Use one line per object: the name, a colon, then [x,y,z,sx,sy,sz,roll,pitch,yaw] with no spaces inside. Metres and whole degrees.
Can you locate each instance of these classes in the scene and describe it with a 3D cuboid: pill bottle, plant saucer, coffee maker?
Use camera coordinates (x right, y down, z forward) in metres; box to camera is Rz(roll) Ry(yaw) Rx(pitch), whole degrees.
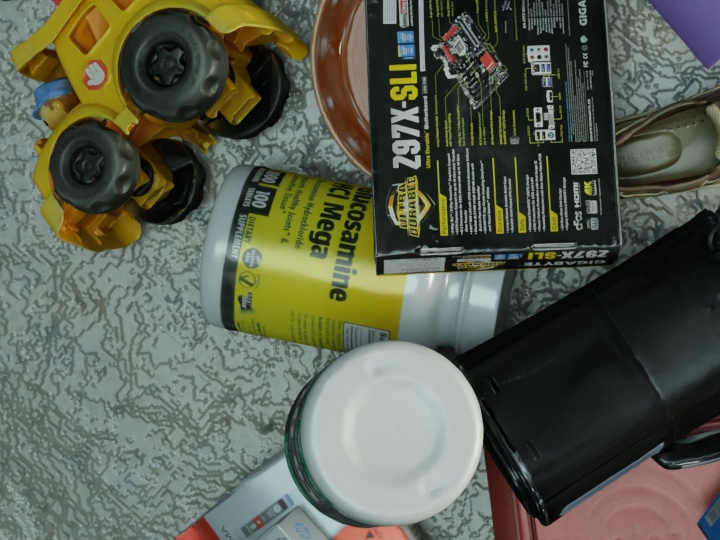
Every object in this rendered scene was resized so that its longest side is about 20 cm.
pill bottle: [0.010,0.108,1.502,0.112,0.200,0.114,1,83,-6]
plant saucer: [0.065,-0.145,1.592,0.199,0.032,0.202,1,96,9]
plant saucer: [0.188,0.184,1.599,0.198,0.037,0.202,-6,95,10]
coffee maker: [0.162,0.054,1.496,0.199,0.193,0.135,-31,50,-5]
pill bottle: [0.000,0.000,1.574,0.198,0.112,0.113,11,97,8]

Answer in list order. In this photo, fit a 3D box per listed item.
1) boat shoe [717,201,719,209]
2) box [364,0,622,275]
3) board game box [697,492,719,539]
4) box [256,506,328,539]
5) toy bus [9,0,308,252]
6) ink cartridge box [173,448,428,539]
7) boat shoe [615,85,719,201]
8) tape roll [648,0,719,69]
boat shoe: [0.311,0.022,1.550,0.200,0.063,0.071,42,95,-12]
box: [0.083,-0.102,1.515,0.158,0.049,0.202,-3,76,1]
board game box: [0.358,0.147,1.528,0.195,0.056,0.201,33,100,-14]
box: [-0.062,0.283,1.619,0.156,0.041,0.200,47,116,4]
toy bus: [-0.167,-0.141,1.589,0.192,0.136,0.200,46,103,16]
ink cartridge box: [-0.050,0.223,1.634,0.200,0.050,0.163,-37,88,7]
boat shoe: [0.243,-0.088,1.546,0.201,0.075,0.075,-20,92,10]
tape roll: [0.272,-0.215,1.466,0.200,0.200,0.066,-41,88,10]
